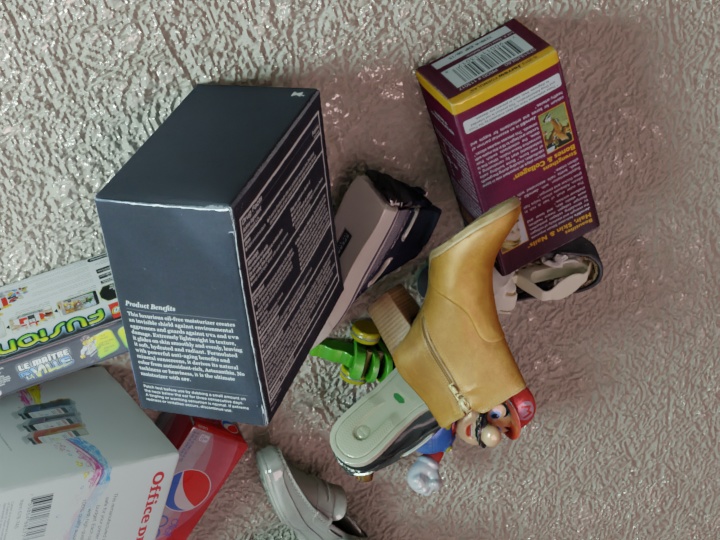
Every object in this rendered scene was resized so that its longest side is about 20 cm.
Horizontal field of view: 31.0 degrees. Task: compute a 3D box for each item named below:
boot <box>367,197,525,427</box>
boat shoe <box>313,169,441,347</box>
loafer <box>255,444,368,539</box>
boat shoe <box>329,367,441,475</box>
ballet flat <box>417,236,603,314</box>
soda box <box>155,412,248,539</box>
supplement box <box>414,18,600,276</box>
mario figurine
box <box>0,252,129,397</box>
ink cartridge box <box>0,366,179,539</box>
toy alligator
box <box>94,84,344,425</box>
[{"bbox_3d":[0.108,0.043,1.161,0.201,0.145,0.071,-41,173,34],"label":"boot"},{"bbox_3d":[0.000,0.000,1.216,0.092,0.075,0.201,5,129,-46],"label":"boat shoe"},{"bbox_3d":[-0.049,0.238,1.338,0.069,0.070,0.201,-27,137,0],"label":"loafer"},{"bbox_3d":[0.059,0.128,1.260,0.199,0.072,0.068,-35,148,-10],"label":"boat shoe"},{"bbox_3d":[0.156,0.007,1.292,0.197,0.073,0.074,-9,123,-20],"label":"ballet flat"},{"bbox_3d":[-0.194,0.220,1.262,0.069,0.064,0.201,23,107,-34],"label":"soda box"},{"bbox_3d":[0.138,-0.111,1.200,0.109,0.086,0.202,-27,127,-7],"label":"supplement box"},{"bbox_3d":[0.088,0.164,1.328,0.197,0.107,0.124,-15,164,-8],"label":"mario figurine"},{"bbox_3d":[-0.280,0.051,1.088,0.198,0.110,0.035,-19,126,-13],"label":"box"},{"bbox_3d":[-0.285,0.189,1.119,0.198,0.144,0.147,-4,123,-43],"label":"ink cartridge box"},{"bbox_3d":[0.046,0.090,1.300,0.197,0.054,0.060,4,118,-27],"label":"toy alligator"},{"bbox_3d":[-0.106,-0.020,1.055,0.121,0.201,0.201,6,124,17],"label":"box"}]
